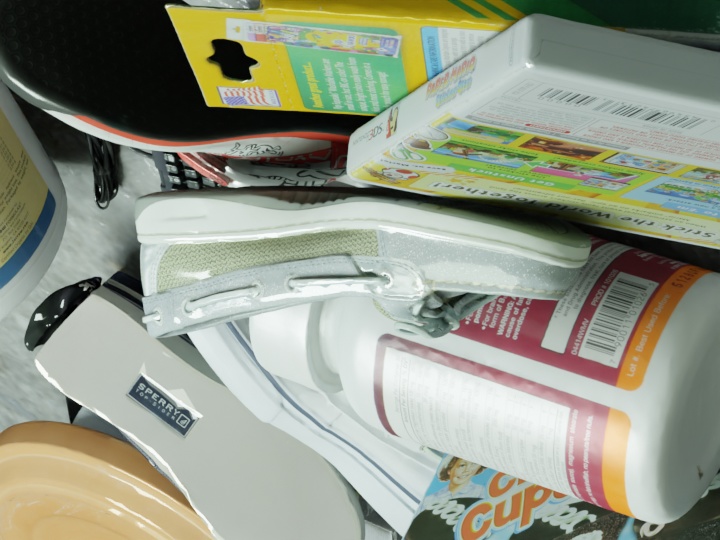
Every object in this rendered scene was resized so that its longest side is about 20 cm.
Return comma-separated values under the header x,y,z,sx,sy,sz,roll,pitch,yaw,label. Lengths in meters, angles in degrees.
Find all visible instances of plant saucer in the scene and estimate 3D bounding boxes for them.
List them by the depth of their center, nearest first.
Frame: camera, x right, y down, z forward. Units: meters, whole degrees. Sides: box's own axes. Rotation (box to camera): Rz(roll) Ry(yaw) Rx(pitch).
x,y,z,sx,sy,sz,roll,pitch,yaw,label
-0.120,0.157,1.530,0.200,0.032,0.201,24,148,16,plant saucer

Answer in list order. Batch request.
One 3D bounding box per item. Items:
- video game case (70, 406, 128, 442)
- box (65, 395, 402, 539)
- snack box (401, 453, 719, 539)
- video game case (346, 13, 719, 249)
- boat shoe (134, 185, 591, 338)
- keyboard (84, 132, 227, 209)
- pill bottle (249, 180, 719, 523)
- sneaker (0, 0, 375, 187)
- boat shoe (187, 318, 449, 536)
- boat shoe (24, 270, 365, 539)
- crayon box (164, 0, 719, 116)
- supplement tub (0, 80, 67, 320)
x,y,z,sx,sy,sz,roll,pitch,yaw,label
-0.091,0.164,1.563,0.182,0.023,0.200,32,150,3,video game case
-0.058,0.124,1.546,0.199,0.048,0.159,23,149,16,box
0.105,0.118,1.288,0.200,0.116,0.037,-12,125,38,snack box
0.117,-0.044,1.049,0.199,0.023,0.182,10,167,-18,video game case
-0.001,0.000,1.160,0.201,0.074,0.065,3,95,26,boat shoe
-0.085,-0.045,1.357,0.127,0.021,0.200,19,147,21,keyboard
0.060,0.029,1.238,0.199,0.110,0.110,18,147,25,pill bottle
-0.074,-0.070,1.190,0.201,0.068,0.108,5,166,-26,sneaker
-0.006,0.051,1.385,0.067,0.074,0.200,-37,124,17,boat shoe
-0.074,0.072,1.443,0.200,0.075,0.093,43,-168,-2,boat shoe
0.038,-0.093,1.036,0.199,0.052,0.126,4,167,5,crayon box
-0.238,-0.069,1.339,0.144,0.145,0.200,9,142,35,supplement tub
